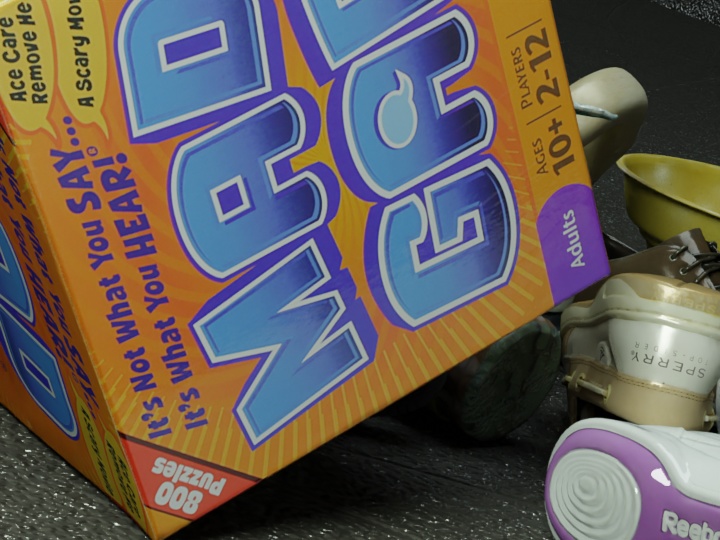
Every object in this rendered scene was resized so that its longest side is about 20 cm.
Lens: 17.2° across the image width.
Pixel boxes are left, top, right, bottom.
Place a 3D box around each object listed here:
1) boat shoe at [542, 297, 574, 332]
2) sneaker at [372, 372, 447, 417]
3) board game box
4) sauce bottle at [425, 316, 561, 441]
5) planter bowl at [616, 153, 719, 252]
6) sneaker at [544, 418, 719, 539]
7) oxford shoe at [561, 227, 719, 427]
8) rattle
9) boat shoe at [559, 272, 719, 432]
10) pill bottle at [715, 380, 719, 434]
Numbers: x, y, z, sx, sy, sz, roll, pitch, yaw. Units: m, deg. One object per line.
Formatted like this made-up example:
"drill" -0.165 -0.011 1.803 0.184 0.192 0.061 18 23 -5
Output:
"boat shoe" 0.013 0.000 1.151 0.199 0.062 0.075 23 13 27
"sneaker" -0.061 0.010 1.020 0.198 0.061 0.104 9 16 -2
"board game box" -0.062 -0.068 0.856 0.199 0.201 0.200 -29 33 -21
"sauce bottle" 0.000 0.000 1.067 0.200 0.065 0.064 35 21 33
"planter bowl" 0.230 0.003 1.359 0.199 0.084 0.200 15 13 -4
"sneaker" 0.162 0.099 0.863 0.099 0.075 0.199 3 17 -43
"oxford shoe" 0.165 0.026 1.180 0.199 0.085 0.072 26 14 34
"rattle" 0.063 -0.087 1.179 0.130 0.144 0.200 -28 -11 15
"boat shoe" 0.115 0.053 1.021 0.073 0.070 0.200 14 -11 5
"pill bottle" 0.266 0.064 1.052 0.199 0.117 0.116 10 13 -23
